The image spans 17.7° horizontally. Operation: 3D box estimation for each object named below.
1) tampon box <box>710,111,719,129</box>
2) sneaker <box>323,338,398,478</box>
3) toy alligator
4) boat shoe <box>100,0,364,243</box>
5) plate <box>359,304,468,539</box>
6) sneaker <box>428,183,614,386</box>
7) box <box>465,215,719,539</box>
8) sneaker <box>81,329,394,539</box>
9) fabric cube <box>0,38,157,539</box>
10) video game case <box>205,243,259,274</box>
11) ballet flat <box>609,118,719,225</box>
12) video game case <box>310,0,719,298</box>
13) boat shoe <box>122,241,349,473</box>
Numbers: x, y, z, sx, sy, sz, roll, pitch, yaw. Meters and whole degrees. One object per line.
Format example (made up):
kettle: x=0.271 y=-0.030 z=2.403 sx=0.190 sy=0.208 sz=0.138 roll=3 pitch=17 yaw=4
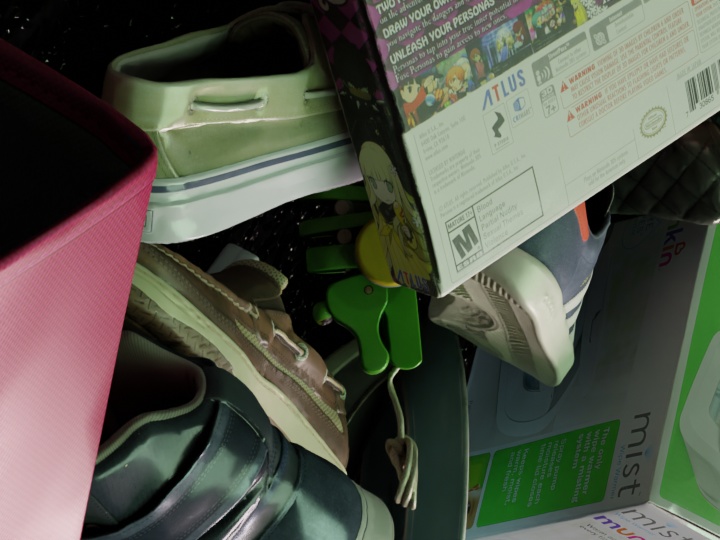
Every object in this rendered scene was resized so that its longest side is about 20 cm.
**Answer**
tampon box: x=0.241 y=-0.144 z=1.210 sx=0.126 sy=0.149 sz=0.201 roll=-23 pitch=118 yaw=-69
sneaker: x=-0.011 y=0.137 z=1.113 sx=0.200 sy=0.106 sz=0.075 roll=-60 pitch=161 yaw=-3
toy alligator: x=0.000 y=0.000 z=0.980 sx=0.059 sy=0.054 sz=0.201 roll=104 pitch=-12 yaw=-86
boat shoe: x=-0.027 y=-0.067 z=0.866 sx=0.200 sy=0.072 sz=0.062 roll=-33 pitch=140 yaw=-52
plate: x=0.022 y=0.116 z=1.166 sx=0.200 sy=0.026 sz=0.201 roll=-176 pitch=-90 yaw=-80
sneaker: x=0.078 y=-0.008 z=1.038 sx=0.085 sy=0.075 sz=0.200 roll=-62 pitch=173 yaw=-10
box: x=0.142 y=0.056 z=1.160 sx=0.176 sy=0.097 sz=0.200 roll=-20 pitch=-133 yaw=54
sneaker: x=-0.109 y=0.106 z=0.840 sx=0.202 sy=0.077 sz=0.146 roll=-35 pitch=132 yaw=11
fabric cube: x=-0.182 y=0.050 z=0.451 sx=0.200 sy=0.196 sz=0.200 roll=-37 pitch=148 yaw=-50
video game case: x=-0.096 y=0.100 z=0.989 sx=0.200 sy=0.018 sz=0.143 roll=-54 pitch=158 yaw=-21
ballet flat: x=0.098 y=-0.022 z=1.122 sx=0.066 sy=0.057 sz=0.200 roll=-5 pitch=166 yaw=-43
video game case: x=0.070 y=-0.115 z=0.880 sx=0.200 sy=0.036 sz=0.182 roll=-34 pitch=121 yaw=-29
boat shoe: x=-0.060 y=0.027 z=0.904 sx=0.202 sy=0.075 sz=0.075 roll=57 pitch=42 yaw=-54
